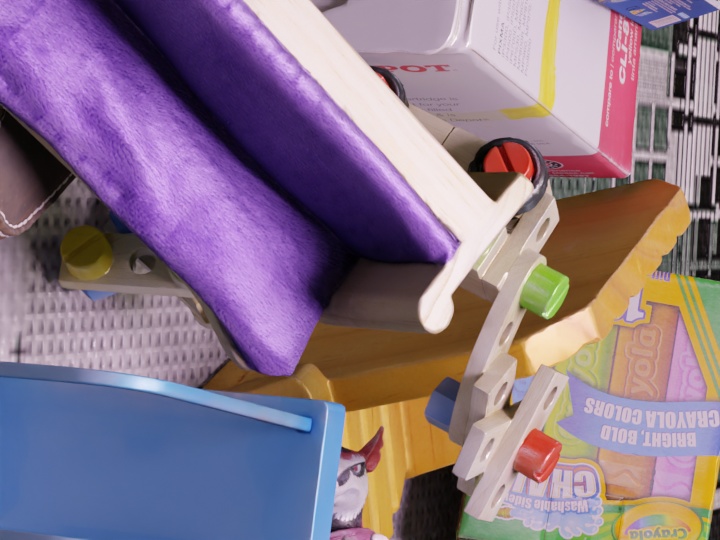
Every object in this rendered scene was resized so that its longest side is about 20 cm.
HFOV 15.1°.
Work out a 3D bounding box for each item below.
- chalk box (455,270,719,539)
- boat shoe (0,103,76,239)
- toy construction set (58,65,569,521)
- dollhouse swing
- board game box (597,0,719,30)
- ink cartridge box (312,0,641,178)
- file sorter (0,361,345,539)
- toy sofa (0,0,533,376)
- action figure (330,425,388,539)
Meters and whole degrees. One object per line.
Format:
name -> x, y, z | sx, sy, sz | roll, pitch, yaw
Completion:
chalk box -> 0.113, 0.107, 1.343 | 0.125, 0.123, 0.201 | 87, 13, -73
boat shoe -> -0.090, -0.086, 0.960 | 0.072, 0.072, 0.201 | 69, 34, -43
toy construction set -> 0.000, 0.000, 1.009 | 0.131, 0.199, 0.092 | -56, 175, -15
dollhouse swing -> 0.047, 0.068, 1.167 | 0.200, 0.175, 0.183 | -45, 133, -57
board game box -> 0.092, -0.177, 1.084 | 0.200, 0.034, 0.136 | 6, 69, -70
ink cartridge box -> 0.018, -0.101, 1.110 | 0.200, 0.144, 0.084 | 29, 66, -64
file sorter -> -0.104, 0.128, 0.825 | 0.123, 0.138, 0.201 | 18, 77, -61
toy sofa -> -0.047, -0.057, 0.893 | 0.200, 0.083, 0.098 | 47, 70, -21
action figure -> -0.025, 0.154, 1.047 | 0.149, 0.133, 0.201 | 41, 68, -48
